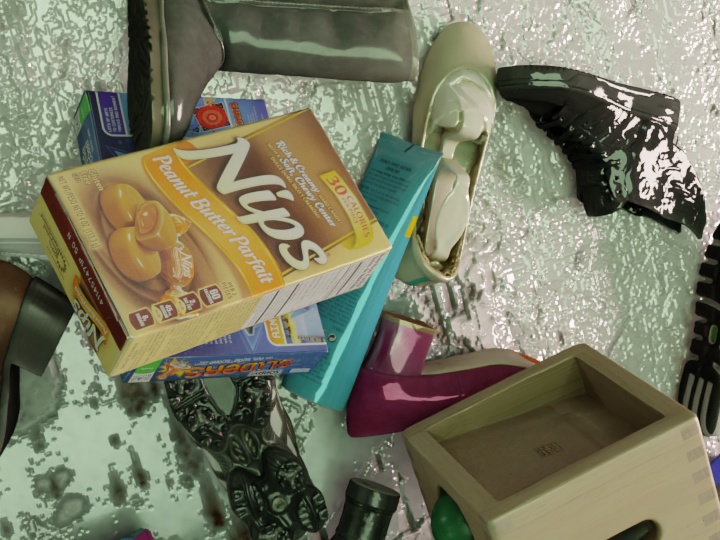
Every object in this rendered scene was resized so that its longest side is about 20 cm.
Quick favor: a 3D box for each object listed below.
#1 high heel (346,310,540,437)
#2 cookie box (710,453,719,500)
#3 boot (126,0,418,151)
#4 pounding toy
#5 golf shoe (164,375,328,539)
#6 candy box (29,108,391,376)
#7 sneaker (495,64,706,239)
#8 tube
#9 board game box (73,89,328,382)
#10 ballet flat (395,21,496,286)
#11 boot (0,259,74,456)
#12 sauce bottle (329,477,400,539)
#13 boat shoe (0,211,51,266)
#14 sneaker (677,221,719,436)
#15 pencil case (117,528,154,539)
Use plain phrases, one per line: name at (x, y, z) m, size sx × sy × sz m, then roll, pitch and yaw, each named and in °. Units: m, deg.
high heel at (0.088, 0.105, 1.033) m, size 0.198 × 0.067 × 0.097 m, roll 18°, pitch 95°, yaw -20°
cookie box at (0.289, 0.264, 1.062) m, size 0.171 × 0.075 × 0.200 m, roll 42°, pitch 81°, yaw 21°
boot at (-0.057, -0.145, 0.934) m, size 0.197 × 0.073 × 0.184 m, roll 9°, pitch 58°, yaw -21°
pounding toy at (0.119, 0.170, 0.950) m, size 0.198 × 0.184 × 0.144 m, roll -24°, pitch 111°, yaw -12°
golf shoe at (-0.090, 0.099, 0.961) m, size 0.077 × 0.094 × 0.202 m, roll -21°, pitch 102°, yaw -8°
candy box at (-0.091, -0.023, 0.854) m, size 0.198 × 0.055 × 0.116 m, roll -20°, pitch 71°, yaw -35°
sneaker at (0.185, -0.090, 1.044) m, size 0.198 × 0.060 × 0.106 m, roll 8°, pitch 91°, yaw -28°
tube at (0.000, 0.000, 0.996) m, size 0.050 × 0.077 × 0.202 m, roll 19°, pitch 94°, yaw -43°
board game box at (-0.108, -0.026, 0.907) m, size 0.134 × 0.035 × 0.202 m, roll 0°, pitch 61°, yaw -28°
ballet flat at (0.069, -0.085, 1.008) m, size 0.069 × 0.069 × 0.203 m, roll 12°, pitch 91°, yaw -18°
boot at (-0.315, 0.054, 0.902) m, size 0.198 × 0.069 × 0.190 m, roll 27°, pitch 104°, yaw -10°
sauce bottle at (-0.020, 0.256, 1.014) m, size 0.065 × 0.066 × 0.203 m, roll 15°, pitch 90°, yaw -18°
boat shoe at (-0.163, -0.001, 0.948) m, size 0.198 × 0.072 × 0.070 m, roll 7°, pitch 93°, yaw -27°
sneaker at (0.333, 0.039, 1.106) m, size 0.114 × 0.076 × 0.203 m, roll 8°, pitch 103°, yaw -23°
pencil case at (-0.226, 0.243, 0.939) m, size 0.198 × 0.088 × 0.090 m, roll -14°, pitch 99°, yaw -16°
